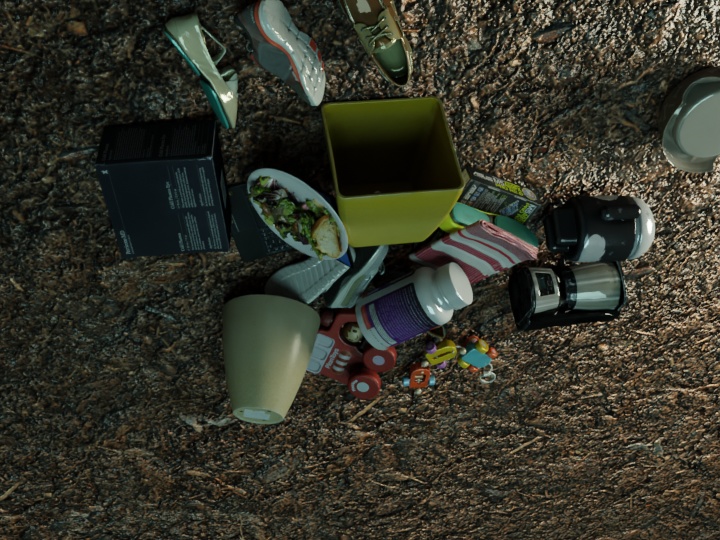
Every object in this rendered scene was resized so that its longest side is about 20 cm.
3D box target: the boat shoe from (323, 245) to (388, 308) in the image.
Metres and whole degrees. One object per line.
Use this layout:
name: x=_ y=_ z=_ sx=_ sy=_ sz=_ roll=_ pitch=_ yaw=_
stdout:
boat shoe: x=0.000 y=0.002 z=1.785 sx=0.065 sy=0.075 sz=0.202 roll=10 pitch=134 yaw=-29

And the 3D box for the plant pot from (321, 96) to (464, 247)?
plant pot: x=0.043 y=-0.146 z=1.576 sx=0.199 sy=0.201 sz=0.177 roll=-5 pitch=145 yaw=-8

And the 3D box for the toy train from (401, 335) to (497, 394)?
toy train: x=0.186 y=0.191 z=2.023 sx=0.199 sy=0.056 sz=0.151 roll=-4 pitch=135 yaw=-5

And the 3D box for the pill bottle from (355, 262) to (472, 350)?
pill bottle: x=0.100 y=0.061 z=1.755 sx=0.200 sy=0.112 sz=0.111 roll=-26 pitch=134 yaw=26

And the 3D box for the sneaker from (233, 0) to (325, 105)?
sneaker: x=-0.122 y=-0.329 z=1.453 sx=0.082 sy=0.077 sz=0.200 roll=-4 pitch=140 yaw=30

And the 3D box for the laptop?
laptop: x=-0.129 y=-0.069 z=1.661 sx=0.199 sy=0.104 sz=0.178 roll=-15 pitch=134 yaw=1

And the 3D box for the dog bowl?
dog bowl: x=0.614 y=-0.267 z=1.675 sx=0.199 sy=0.059 sz=0.201 roll=-7 pitch=135 yaw=-7

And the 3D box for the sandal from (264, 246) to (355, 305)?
sandal: x=-0.087 y=0.012 z=1.782 sx=0.202 sy=0.083 sz=0.050 roll=-28 pitch=176 yaw=23

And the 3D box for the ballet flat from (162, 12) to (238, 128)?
ballet flat: x=-0.222 y=-0.303 z=1.448 sx=0.069 sy=0.070 sz=0.200 roll=-22 pitch=133 yaw=9

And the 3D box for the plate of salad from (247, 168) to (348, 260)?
plate of salad: x=-0.109 y=-0.083 z=1.559 sx=0.200 sy=0.048 sz=0.200 roll=28 pitch=151 yaw=17

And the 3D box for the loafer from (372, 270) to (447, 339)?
loafer: x=0.105 y=0.065 z=1.866 sx=0.200 sy=0.072 sz=0.073 roll=31 pitch=122 yaw=-34

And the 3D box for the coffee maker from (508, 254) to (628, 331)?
coffee maker: x=0.399 y=0.059 z=1.886 sx=0.199 sy=0.135 sz=0.193 roll=-5 pitch=135 yaw=-7

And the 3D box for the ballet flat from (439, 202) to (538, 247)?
ballet flat: x=0.223 y=-0.070 z=1.718 sx=0.199 sy=0.067 sz=0.067 roll=19 pitch=148 yaw=-25

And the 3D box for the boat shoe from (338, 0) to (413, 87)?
boat shoe: x=0.031 y=-0.359 z=1.440 sx=0.075 sy=0.074 sz=0.200 roll=-27 pitch=133 yaw=13

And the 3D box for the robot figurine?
robot figurine: x=0.443 y=-0.079 z=1.774 sx=0.199 sy=0.150 sz=0.125 roll=-2 pitch=112 yaw=-10

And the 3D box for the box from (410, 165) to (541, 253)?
box: x=0.210 y=-0.085 z=1.767 sx=0.160 sy=0.044 sz=0.200 roll=16 pitch=128 yaw=-26

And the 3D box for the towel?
towel: x=0.198 y=-0.027 z=1.716 sx=0.144 sy=0.023 sz=0.200 roll=25 pitch=150 yaw=-29

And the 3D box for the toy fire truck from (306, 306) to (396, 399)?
toy fire truck: x=-0.018 y=0.150 z=1.906 sx=0.167 sy=0.112 sz=0.200 roll=21 pitch=127 yaw=-7

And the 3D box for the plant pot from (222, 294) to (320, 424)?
plant pot: x=-0.177 y=0.175 z=1.777 sx=0.186 sy=0.201 sz=0.187 roll=4 pitch=154 yaw=2

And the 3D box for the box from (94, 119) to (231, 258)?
box: x=-0.311 y=-0.130 z=1.548 sx=0.181 sy=0.104 sz=0.200 roll=-4 pitch=134 yaw=-1
